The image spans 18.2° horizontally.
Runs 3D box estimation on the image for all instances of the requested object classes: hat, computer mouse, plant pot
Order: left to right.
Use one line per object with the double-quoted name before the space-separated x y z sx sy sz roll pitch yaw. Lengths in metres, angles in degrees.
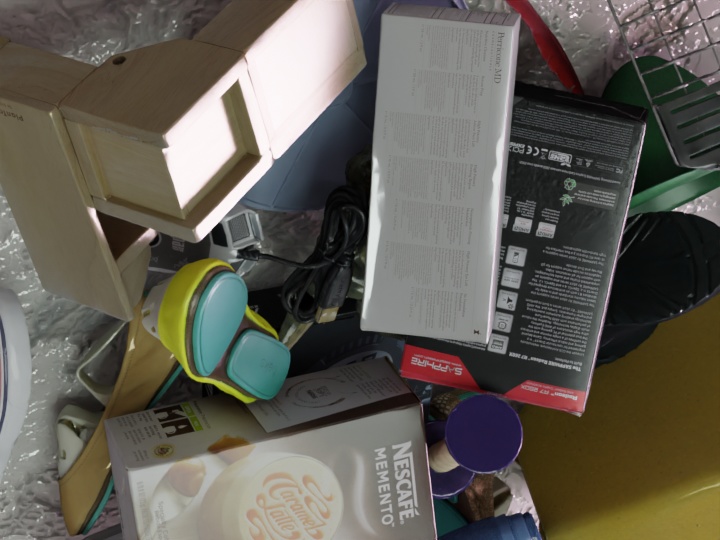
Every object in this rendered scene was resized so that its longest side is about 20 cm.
"computer mouse" -0.098 -0.030 1.422 0.200 0.044 0.110 15 135 -1
"hat" 0.182 -0.131 1.521 0.166 0.176 0.200 -24 174 -2
"plant pot" 0.227 0.151 1.675 0.200 0.196 0.194 -22 135 6

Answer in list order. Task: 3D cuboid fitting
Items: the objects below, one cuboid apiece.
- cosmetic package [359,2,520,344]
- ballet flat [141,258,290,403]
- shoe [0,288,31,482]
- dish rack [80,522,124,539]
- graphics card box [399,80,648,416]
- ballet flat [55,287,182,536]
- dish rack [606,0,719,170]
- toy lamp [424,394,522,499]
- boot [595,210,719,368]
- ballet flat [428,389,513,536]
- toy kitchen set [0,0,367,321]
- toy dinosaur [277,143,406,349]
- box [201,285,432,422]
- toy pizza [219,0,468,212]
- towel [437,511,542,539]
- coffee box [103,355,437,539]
"cosmetic package" 0.050 -0.060 1.385 0.082 0.051 0.200 7 107 10
"ballet flat" -0.099 0.036 1.395 0.067 0.067 0.200 -63 162 -11
"shoe" -0.276 0.097 1.460 0.091 0.071 0.200 -5 134 -29
"dish rack" -0.111 0.216 1.602 0.200 0.044 0.172 -20 133 -7
"graphics card box" 0.104 -0.018 1.439 0.125 0.051 0.200 12 108 7
"ballet flat" -0.171 0.092 1.527 0.063 0.069 0.200 28 113 -9
"dish rack" 0.230 -0.169 1.416 0.153 0.055 0.200 -22 91 -7
"toy lamp" 0.065 0.123 1.526 0.058 0.058 0.200 -17 174 -12
"boot" 0.177 0.023 1.552 0.198 0.073 0.162 -22 165 18
"ballet flat" 0.086 0.164 1.698 0.065 0.071 0.200 -27 140 -22
"toy kitchen set" -0.124 -0.090 1.342 0.180 0.200 0.163 -49 141 -33
"toy dinosaur" 0.000 0.000 1.483 0.088 0.047 0.200 16 115 -25
"box" -0.031 0.094 1.594 0.160 0.044 0.200 -10 132 -17
"toy pizza" -0.022 -0.122 1.423 0.200 0.032 0.200 -14 134 -15
"towel" 0.044 0.242 1.614 0.200 0.049 0.112 -20 134 5
"coffee box" -0.059 0.141 1.492 0.200 0.080 0.114 -13 114 -14
